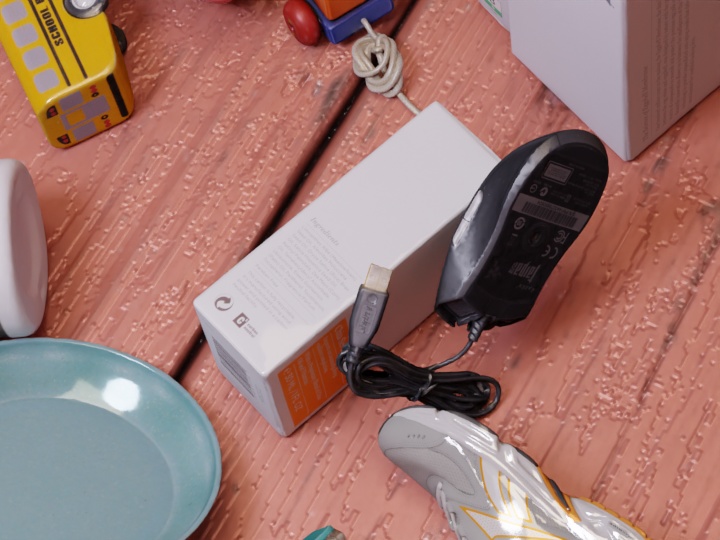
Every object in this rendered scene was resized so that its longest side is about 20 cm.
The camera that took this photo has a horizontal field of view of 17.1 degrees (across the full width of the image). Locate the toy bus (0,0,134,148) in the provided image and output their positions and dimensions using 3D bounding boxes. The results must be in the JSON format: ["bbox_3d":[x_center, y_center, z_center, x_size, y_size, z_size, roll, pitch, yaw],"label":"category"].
[{"bbox_3d":[-0.215,-0.186,1.623,0.078,0.065,0.200,-26,64,-4],"label":"toy bus"}]

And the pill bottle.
[{"bbox_3d":[-0.306,-0.006,1.517,0.199,0.114,0.115,-5,63,5],"label":"pill bottle"}]

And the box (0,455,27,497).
[{"bbox_3d":[-0.287,0.189,1.459,0.119,0.042,0.200,31,69,20],"label":"box"}]

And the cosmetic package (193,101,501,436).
[{"bbox_3d":[0.000,0.000,1.482,0.200,0.102,0.071,-41,67,-12],"label":"cosmetic package"}]

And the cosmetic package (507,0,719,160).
[{"bbox_3d":[0.199,-0.210,1.506,0.200,0.200,0.123,-40,66,-13],"label":"cosmetic package"}]

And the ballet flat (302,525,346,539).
[{"bbox_3d":[-0.075,0.234,1.403,0.200,0.072,0.072,-40,65,-10],"label":"ballet flat"}]

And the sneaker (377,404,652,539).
[{"bbox_3d":[0.082,0.157,1.411,0.200,0.076,0.092,32,76,22],"label":"sneaker"}]

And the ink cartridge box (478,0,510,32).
[{"bbox_3d":[0.140,-0.261,1.539,0.161,0.200,0.050,-39,64,-13],"label":"ink cartridge box"}]

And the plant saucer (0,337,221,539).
[{"bbox_3d":[-0.184,0.121,1.447,0.199,0.036,0.200,7,40,-6],"label":"plant saucer"}]

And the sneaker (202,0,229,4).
[{"bbox_3d":[-0.160,-0.237,1.610,0.200,0.087,0.074,36,81,-1],"label":"sneaker"}]

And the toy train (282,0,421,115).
[{"bbox_3d":[-0.014,-0.200,1.576,0.084,0.116,0.200,-32,64,-9],"label":"toy train"}]

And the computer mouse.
[{"bbox_3d":[0.057,-0.008,1.426,0.046,0.140,0.201,44,115,44],"label":"computer mouse"}]
